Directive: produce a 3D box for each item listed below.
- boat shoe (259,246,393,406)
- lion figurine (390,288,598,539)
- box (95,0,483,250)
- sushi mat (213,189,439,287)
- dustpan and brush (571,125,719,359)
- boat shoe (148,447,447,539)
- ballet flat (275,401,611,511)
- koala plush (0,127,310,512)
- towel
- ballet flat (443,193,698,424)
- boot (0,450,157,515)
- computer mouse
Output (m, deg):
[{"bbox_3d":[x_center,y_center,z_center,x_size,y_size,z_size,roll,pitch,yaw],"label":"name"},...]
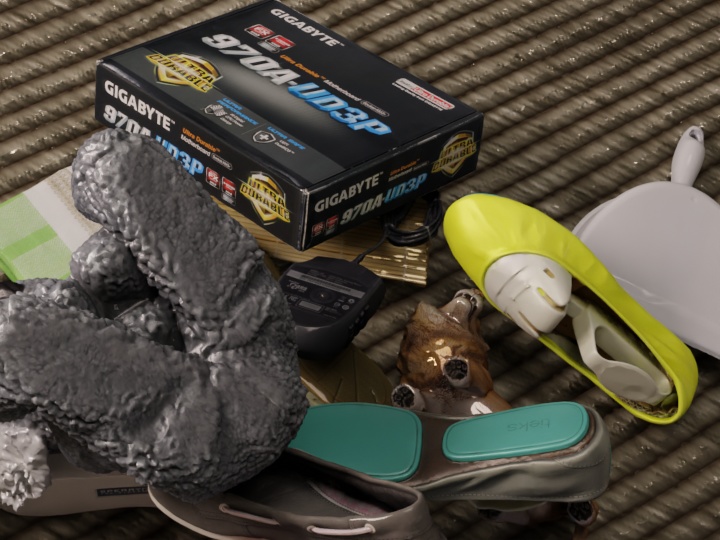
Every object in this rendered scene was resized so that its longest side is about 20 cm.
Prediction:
[{"bbox_3d":[-0.068,0.040,1.367,0.201,0.066,0.072,43,38,9],"label":"boat shoe"},{"bbox_3d":[0.085,0.102,1.359,0.072,0.122,0.200,-35,79,10],"label":"lion figurine"},{"bbox_3d":[-0.048,-0.098,1.428,0.159,0.046,0.200,-25,45,-38],"label":"box"},{"bbox_3d":[-0.050,-0.043,1.441,0.200,0.012,0.096,10,53,1],"label":"sushi mat"},{"bbox_3d":[0.212,-0.030,1.498,0.139,0.057,0.200,24,59,-5],"label":"dustpan and brush"},{"bbox_3d":[-0.037,0.119,1.208,0.200,0.057,0.067,17,40,34],"label":"boat shoe"},{"bbox_3d":[0.045,0.114,1.274,0.200,0.064,0.067,-3,41,14],"label":"ballet flat"},{"bbox_3d":[-0.143,0.052,1.220,0.184,0.200,0.177,39,61,-18],"label":"koala plush"},{"bbox_3d":[-0.130,-0.022,1.444,0.200,0.031,0.149,-28,61,-25],"label":"towel"},{"bbox_3d":[0.133,0.028,1.385,0.200,0.067,0.067,38,30,-15],"label":"ballet flat"},{"bbox_3d":[-0.120,0.091,1.327,0.200,0.073,0.090,0,60,-9],"label":"boot"},{"bbox_3d":[0.000,0.000,1.374,0.059,0.034,0.200,19,36,20],"label":"computer mouse"}]
